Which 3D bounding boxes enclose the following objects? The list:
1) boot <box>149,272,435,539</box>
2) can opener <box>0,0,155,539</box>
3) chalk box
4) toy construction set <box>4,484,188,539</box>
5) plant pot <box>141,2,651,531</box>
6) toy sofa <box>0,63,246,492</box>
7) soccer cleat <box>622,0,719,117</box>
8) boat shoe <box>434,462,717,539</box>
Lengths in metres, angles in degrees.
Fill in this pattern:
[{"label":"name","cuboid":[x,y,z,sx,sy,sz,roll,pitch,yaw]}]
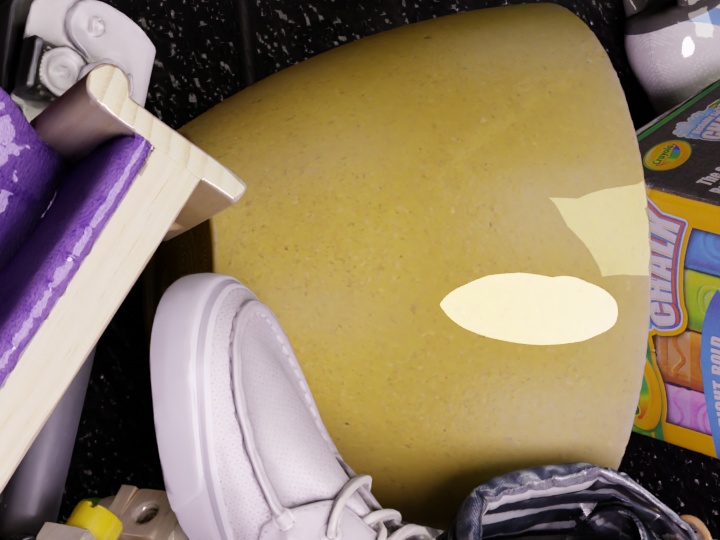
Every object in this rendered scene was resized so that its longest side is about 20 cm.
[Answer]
[{"label":"boot","cuboid":[0.004,0.090,0.804,0.074,0.095,0.201,-49,127,-55]},{"label":"can opener","cuboid":[-0.116,-0.004,0.898,0.052,0.066,0.202,18,70,-29]},{"label":"chalk box","cuboid":[0.173,0.001,1.071,0.125,0.199,0.125,-31,126,-41]},{"label":"toy construction set","cuboid":[-0.080,0.155,0.834,0.131,0.092,0.201,54,39,-38]},{"label":"plant pot","cuboid":[0.000,0.000,0.920,0.141,0.200,0.202,1,71,-19]},{"label":"toy sofa","cuboid":[-0.132,0.028,0.808,0.097,0.083,0.201,36,70,-13]},{"label":"soccer cleat","cuboid":[0.192,-0.123,1.209,0.200,0.070,0.087,-36,112,-41]},{"label":"boat shoe","cuboid":[0.110,0.117,0.880,0.199,0.091,0.071,5,57,-21]}]
